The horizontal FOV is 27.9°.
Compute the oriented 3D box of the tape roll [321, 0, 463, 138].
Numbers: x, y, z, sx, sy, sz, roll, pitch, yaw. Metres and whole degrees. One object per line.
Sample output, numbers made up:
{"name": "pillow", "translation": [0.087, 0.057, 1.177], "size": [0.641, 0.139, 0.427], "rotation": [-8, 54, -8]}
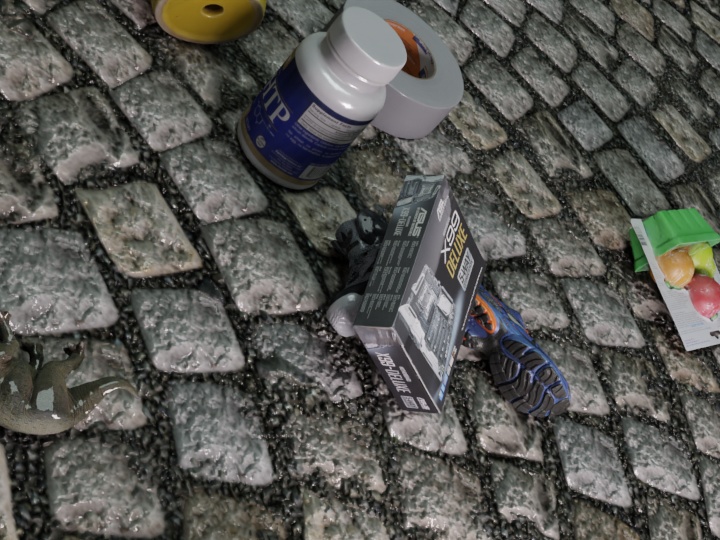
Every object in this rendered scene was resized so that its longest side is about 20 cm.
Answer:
{"name": "tape roll", "translation": [0.040, -0.271, 1.914], "size": [0.199, 0.066, 0.201], "rotation": [28, 38, -25]}

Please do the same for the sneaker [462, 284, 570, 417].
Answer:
{"name": "sneaker", "translation": [0.176, 0.085, 1.692], "size": [0.200, 0.075, 0.078], "rotation": [49, 32, 3]}

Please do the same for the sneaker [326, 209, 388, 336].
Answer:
{"name": "sneaker", "translation": [0.000, 0.000, 1.597], "size": [0.114, 0.075, 0.200], "rotation": [52, 30, 11]}

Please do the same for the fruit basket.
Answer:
{"name": "fruit basket", "translation": [0.463, 0.015, 2.062], "size": [0.184, 0.093, 0.202], "rotation": [-7, 76, -48]}

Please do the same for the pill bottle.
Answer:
{"name": "pill bottle", "translation": [-0.041, -0.197, 1.638], "size": [0.119, 0.200, 0.120], "rotation": [27, 38, -24]}

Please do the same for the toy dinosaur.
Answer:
{"name": "toy dinosaur", "translation": [-0.285, 0.099, 1.220], "size": [0.199, 0.077, 0.103], "rotation": [27, 50, -32]}

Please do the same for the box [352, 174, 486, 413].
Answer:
{"name": "box", "translation": [0.066, 0.024, 1.539], "size": [0.158, 0.049, 0.201], "rotation": [61, 40, -46]}

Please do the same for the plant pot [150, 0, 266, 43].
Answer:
{"name": "plant pot", "translation": [-0.179, -0.380, 1.705], "size": [0.199, 0.200, 0.191], "rotation": [13, 62, -37]}
